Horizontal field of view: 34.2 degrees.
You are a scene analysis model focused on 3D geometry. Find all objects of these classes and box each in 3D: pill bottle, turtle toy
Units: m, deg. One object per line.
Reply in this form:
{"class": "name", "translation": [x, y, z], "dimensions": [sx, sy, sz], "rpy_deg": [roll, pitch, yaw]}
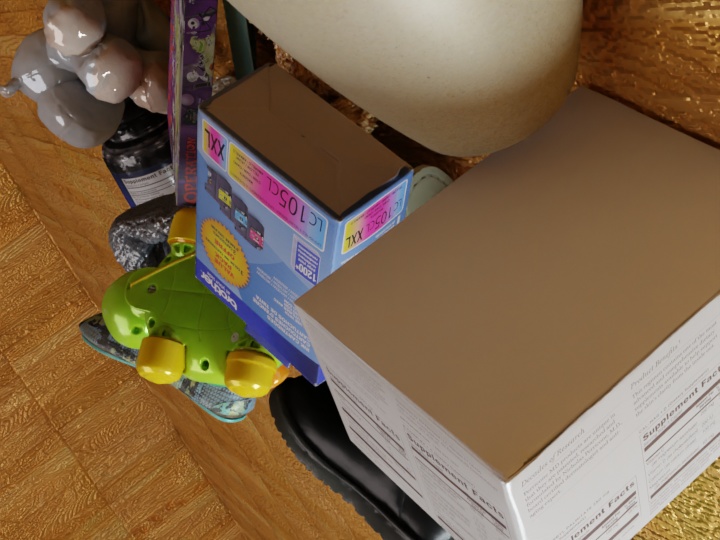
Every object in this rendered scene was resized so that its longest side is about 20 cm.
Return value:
{"class": "pill bottle", "translation": [-0.200, -0.107, 1.223], "dimensions": [0.112, 0.112, 0.201], "rpy_deg": [28, 149, 54]}
{"class": "turtle toy", "translation": [-0.124, 0.032, 0.951], "dimensions": [0.198, 0.147, 0.101], "rpy_deg": [6, 161, 17]}

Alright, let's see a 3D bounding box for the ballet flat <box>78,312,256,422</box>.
{"class": "ballet flat", "translation": [-0.168, 0.063, 1.042], "dimensions": [0.199, 0.074, 0.074], "rpy_deg": [24, 150, 25]}

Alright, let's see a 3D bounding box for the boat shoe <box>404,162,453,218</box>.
{"class": "boat shoe", "translation": [0.043, -0.006, 0.853], "dimensions": [0.060, 0.072, 0.202], "rpy_deg": [34, 156, 37]}

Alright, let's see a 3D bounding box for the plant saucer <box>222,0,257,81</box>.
{"class": "plant saucer", "translation": [-0.092, -0.207, 0.862], "dimensions": [0.200, 0.019, 0.070], "rpy_deg": [87, 178, -61]}

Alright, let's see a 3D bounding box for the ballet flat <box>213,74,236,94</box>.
{"class": "ballet flat", "translation": [-0.119, -0.137, 1.035], "dimensions": [0.072, 0.072, 0.200], "rpy_deg": [58, 162, -13]}

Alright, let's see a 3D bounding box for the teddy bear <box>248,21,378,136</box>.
{"class": "teddy bear", "translation": [-0.033, -0.143, 0.808], "dimensions": [0.146, 0.067, 0.200], "rpy_deg": [56, 162, 3]}

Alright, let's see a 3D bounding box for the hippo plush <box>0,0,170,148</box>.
{"class": "hippo plush", "translation": [-0.263, -0.194, 1.062], "dimensions": [0.160, 0.159, 0.200], "rpy_deg": [-35, 95, 29]}

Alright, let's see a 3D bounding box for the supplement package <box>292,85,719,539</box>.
{"class": "supplement package", "translation": [0.099, 0.029, 0.569], "dimensions": [0.156, 0.199, 0.111], "rpy_deg": [37, 156, 42]}

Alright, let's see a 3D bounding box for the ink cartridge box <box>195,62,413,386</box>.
{"class": "ink cartridge box", "translation": [-0.045, -0.018, 0.805], "dimensions": [0.136, 0.076, 0.201], "rpy_deg": [39, 146, 25]}

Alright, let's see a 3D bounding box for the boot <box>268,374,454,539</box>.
{"class": "boot", "translation": [0.040, 0.119, 0.942], "dimensions": [0.211, 0.158, 0.079], "rpy_deg": [42, -162, 15]}

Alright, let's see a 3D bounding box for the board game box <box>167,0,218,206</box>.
{"class": "board game box", "translation": [-0.133, -0.164, 0.911], "dimensions": [0.121, 0.032, 0.201], "rpy_deg": [-99, 14, -45]}

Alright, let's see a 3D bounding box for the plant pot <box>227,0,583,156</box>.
{"class": "plant pot", "translation": [0.023, -0.148, 0.519], "dimensions": [0.187, 0.187, 0.200], "rpy_deg": [37, 170, 42]}

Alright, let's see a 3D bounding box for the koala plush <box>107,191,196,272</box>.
{"class": "koala plush", "translation": [-0.100, 0.004, 1.089], "dimensions": [0.183, 0.177, 0.201], "rpy_deg": [2, 123, 55]}
